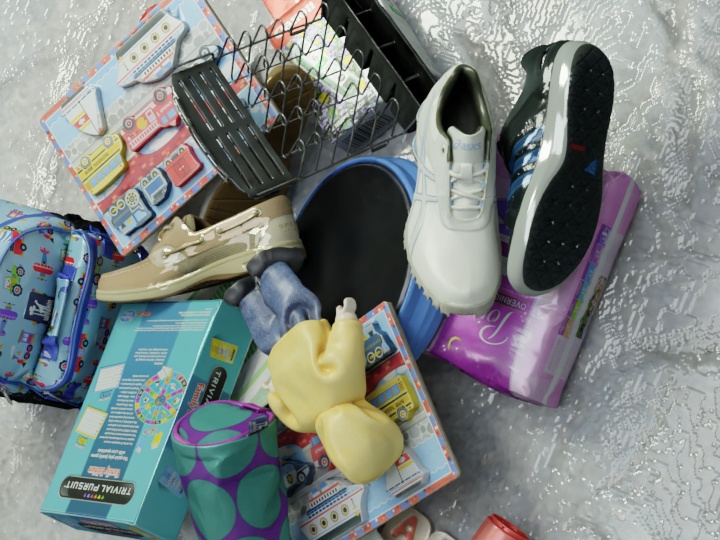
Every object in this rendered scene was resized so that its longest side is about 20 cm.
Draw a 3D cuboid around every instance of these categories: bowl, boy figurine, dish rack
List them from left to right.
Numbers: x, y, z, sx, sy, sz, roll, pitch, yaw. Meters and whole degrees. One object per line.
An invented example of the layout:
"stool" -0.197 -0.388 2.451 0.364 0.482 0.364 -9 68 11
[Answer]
"dish rack" -0.050 -0.149 1.460 0.199 0.055 0.154 -25 68 -27
"boy figurine" -0.031 0.074 1.388 0.201 0.064 0.125 56 128 24
"bowl" 0.000 0.000 1.482 0.200 0.039 0.202 -22 60 46

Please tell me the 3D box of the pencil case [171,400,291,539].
"pencil case" -0.087 0.208 1.421 0.085 0.092 0.201 12 118 59

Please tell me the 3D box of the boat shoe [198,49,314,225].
"boat shoe" -0.101 -0.102 1.579 0.069 0.070 0.201 51 123 49

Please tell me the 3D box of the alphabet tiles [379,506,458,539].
"alphabet tiles" 0.027 0.304 1.459 0.200 0.015 0.196 35 95 30

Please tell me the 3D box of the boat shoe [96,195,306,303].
"boat shoe" -0.142 -0.016 1.532 0.199 0.071 0.065 -14 89 19

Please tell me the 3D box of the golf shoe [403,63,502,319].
"golf shoe" 0.073 -0.066 1.371 0.078 0.097 0.201 -2 66 -5

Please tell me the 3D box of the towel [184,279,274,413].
"towel" -0.134 0.091 1.533 0.153 0.023 0.200 -47 35 15

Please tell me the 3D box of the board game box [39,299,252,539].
"board game box" -0.180 0.125 1.503 0.150 0.047 0.201 -2 62 50

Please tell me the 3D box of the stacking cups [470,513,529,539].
"stacking cups" 0.061 0.283 1.407 0.060 0.060 0.201 32 91 29

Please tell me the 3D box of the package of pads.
"package of pads" 0.135 -0.001 1.435 0.120 0.076 0.201 22 89 32

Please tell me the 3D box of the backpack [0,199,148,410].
"backpack" -0.300 0.028 1.584 0.134 0.200 0.184 12 84 29

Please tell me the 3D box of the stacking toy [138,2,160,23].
"stacking toy" -0.193 -0.153 1.645 0.085 0.085 0.201 4 74 28

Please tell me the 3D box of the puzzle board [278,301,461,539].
"puzzle board" -0.016 0.137 1.431 0.200 0.017 0.152 -37 67 39

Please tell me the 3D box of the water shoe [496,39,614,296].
"water shoe" 0.145 -0.079 1.378 0.079 0.071 0.201 10 83 54

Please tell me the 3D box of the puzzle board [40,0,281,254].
"puzzle board" -0.180 -0.132 1.543 0.200 0.017 0.151 -39 78 22

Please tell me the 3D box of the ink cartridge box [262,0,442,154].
"ink cartridge box" -0.022 -0.215 1.577 0.109 0.050 0.201 -38 66 16

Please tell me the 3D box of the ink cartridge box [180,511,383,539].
"ink cartridge box" -0.075 0.202 1.523 0.160 0.047 0.201 -38 71 15
